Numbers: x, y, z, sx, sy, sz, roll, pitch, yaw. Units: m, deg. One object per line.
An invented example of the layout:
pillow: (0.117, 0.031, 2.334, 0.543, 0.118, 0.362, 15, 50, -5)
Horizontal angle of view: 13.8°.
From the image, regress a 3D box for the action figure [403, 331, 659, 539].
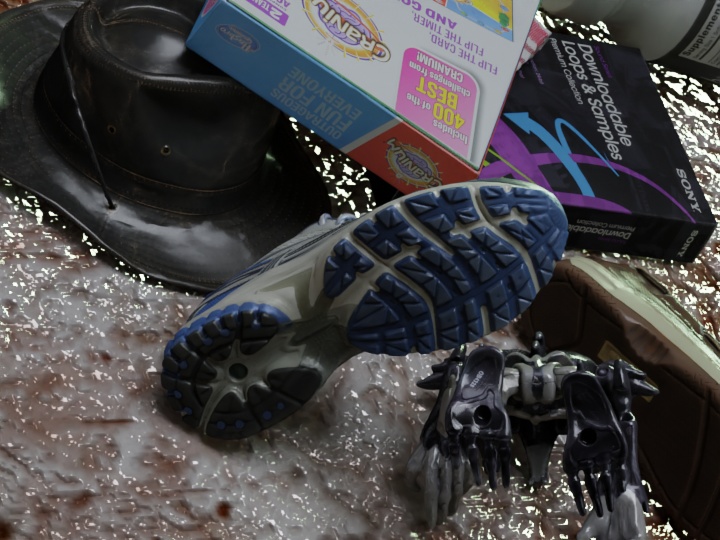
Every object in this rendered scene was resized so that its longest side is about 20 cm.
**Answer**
action figure: (0.079, 0.080, 1.385, 0.119, 0.102, 0.200, 7, 0, 5)

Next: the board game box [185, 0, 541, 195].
board game box: (0.013, -0.144, 1.485, 0.153, 0.040, 0.200, 34, 46, -12)

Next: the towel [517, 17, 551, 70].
towel: (0.012, -0.134, 1.554, 0.146, 0.030, 0.200, 45, 33, -1)

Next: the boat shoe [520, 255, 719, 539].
boat shoe: (0.170, 0.065, 1.487, 0.075, 0.075, 0.202, -9, 53, -48)

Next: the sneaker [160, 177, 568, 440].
sneaker: (0.000, 0.000, 1.361, 0.077, 0.200, 0.085, 62, 15, -22)

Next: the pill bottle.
pill bottle: (0.211, -0.168, 1.730, 0.200, 0.116, 0.116, 15, 41, -21)

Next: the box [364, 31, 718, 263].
box: (0.085, -0.077, 1.610, 0.200, 0.036, 0.143, 8, 44, -30)

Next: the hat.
hat: (-0.092, -0.088, 1.461, 0.200, 0.081, 0.201, 20, 39, -17)
